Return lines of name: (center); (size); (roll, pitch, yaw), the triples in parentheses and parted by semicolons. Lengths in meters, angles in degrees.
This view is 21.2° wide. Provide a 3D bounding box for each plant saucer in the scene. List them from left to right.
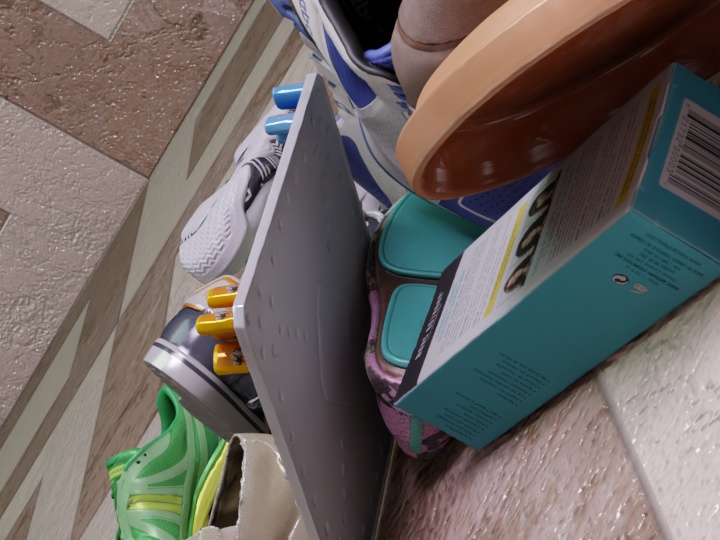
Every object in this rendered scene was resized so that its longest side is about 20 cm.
plant saucer: (0.101, -0.092, 0.745); (0.200, 0.032, 0.200); (-27, -11, -6)

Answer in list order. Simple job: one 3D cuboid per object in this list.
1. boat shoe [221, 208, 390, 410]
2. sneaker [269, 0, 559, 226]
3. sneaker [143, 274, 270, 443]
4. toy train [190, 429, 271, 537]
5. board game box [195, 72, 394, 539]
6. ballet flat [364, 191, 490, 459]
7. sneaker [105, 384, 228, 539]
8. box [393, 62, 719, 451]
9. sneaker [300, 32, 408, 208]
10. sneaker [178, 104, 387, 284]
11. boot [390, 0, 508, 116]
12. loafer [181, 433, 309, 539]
boat shoe: (0.000, 0.000, 1.096); (0.200, 0.060, 0.076); (-49, 6, -15)
sneaker: (0.028, -0.096, 0.932); (0.081, 0.199, 0.115); (-42, 20, -1)
sneaker: (-0.071, 0.065, 1.193); (0.079, 0.078, 0.200); (-54, -15, -11)
toy train: (-0.065, 0.143, 1.171); (0.200, 0.034, 0.046); (-54, 17, 30)
board game box: (-0.023, 0.038, 0.940); (0.200, 0.026, 0.200); (-77, -24, -52)
ballet flat: (0.034, 0.025, 0.988); (0.200, 0.069, 0.071); (-80, -4, -57)
sneaker: (-0.148, 0.168, 1.341); (0.074, 0.084, 0.200); (-44, 21, 53)
box: (0.089, 0.001, 0.819); (0.200, 0.049, 0.082); (-45, 19, 53)
sneaker: (0.038, -0.120, 1.149); (0.115, 0.081, 0.199); (-42, -26, -16)
sneaker: (-0.038, -0.033, 1.241); (0.075, 0.115, 0.200); (-44, 11, 33)
boot: (0.112, -0.118, 0.848); (0.070, 0.200, 0.146); (-101, 9, -45)
loafer: (-0.078, 0.176, 1.062); (0.076, 0.068, 0.200); (-39, 25, 61)
